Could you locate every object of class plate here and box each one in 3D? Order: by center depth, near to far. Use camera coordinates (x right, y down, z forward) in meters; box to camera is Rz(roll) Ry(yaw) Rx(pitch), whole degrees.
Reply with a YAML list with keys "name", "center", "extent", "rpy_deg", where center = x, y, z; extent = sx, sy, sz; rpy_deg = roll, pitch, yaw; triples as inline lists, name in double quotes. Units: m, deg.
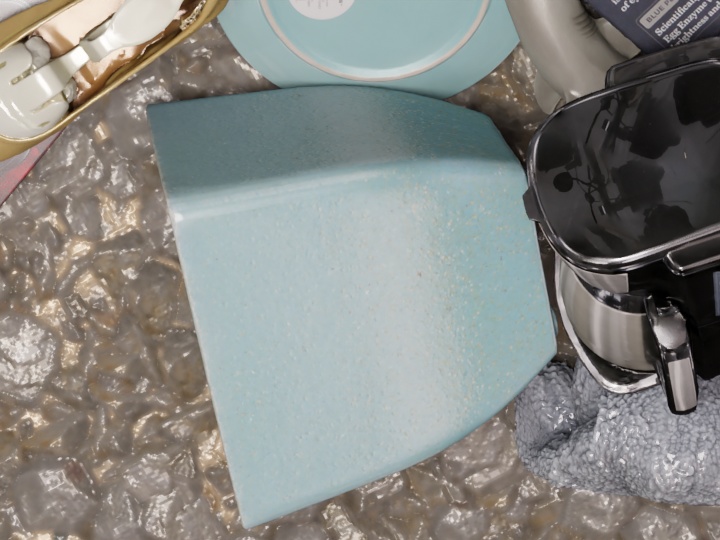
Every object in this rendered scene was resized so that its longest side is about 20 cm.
- name: "plate"
  center: [0.008, -0.173, 1.474]
  extent: [0.199, 0.026, 0.201]
  rpy_deg: [0, 123, 0]

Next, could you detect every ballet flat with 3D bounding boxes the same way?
- name: "ballet flat"
  center: [-0.157, -0.122, 1.416]
  extent: [0.200, 0.063, 0.069]
  rpy_deg: [-36, 104, 6]

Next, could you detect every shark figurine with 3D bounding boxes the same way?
- name: "shark figurine"
  center: [0.164, -0.092, 1.464]
  extent: [0.214, 0.090, 0.128]
  rpy_deg: [22, 136, 5]

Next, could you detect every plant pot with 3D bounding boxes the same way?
- name: "plant pot"
  center: [0.000, 0.000, 1.457]
  extent: [0.199, 0.196, 0.197]
  rpy_deg: [-13, 111, -3]

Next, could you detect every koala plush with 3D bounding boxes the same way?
- name: "koala plush"
  center: [0.186, 0.029, 1.496]
  extent: [0.177, 0.184, 0.201]
  rpy_deg: [4, 91, -2]

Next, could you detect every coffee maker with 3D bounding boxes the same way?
- name: "coffee maker"
  center: [0.184, -0.037, 1.346]
  extent: [0.192, 0.200, 0.135]
  rpy_deg: [-39, 71, -6]

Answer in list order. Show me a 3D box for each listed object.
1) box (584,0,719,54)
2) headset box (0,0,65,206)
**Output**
- name: "box"
  center: [0.117, -0.236, 1.339]
  extent: [0.200, 0.197, 0.117]
  rpy_deg: [37, 109, -27]
- name: "headset box"
  center: [-0.232, -0.124, 1.485]
  extent: [0.149, 0.077, 0.200]
  rpy_deg: [40, 101, -10]
